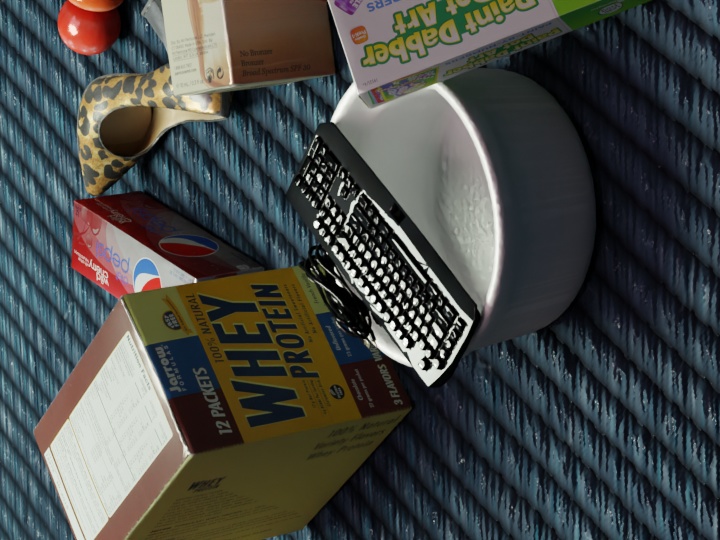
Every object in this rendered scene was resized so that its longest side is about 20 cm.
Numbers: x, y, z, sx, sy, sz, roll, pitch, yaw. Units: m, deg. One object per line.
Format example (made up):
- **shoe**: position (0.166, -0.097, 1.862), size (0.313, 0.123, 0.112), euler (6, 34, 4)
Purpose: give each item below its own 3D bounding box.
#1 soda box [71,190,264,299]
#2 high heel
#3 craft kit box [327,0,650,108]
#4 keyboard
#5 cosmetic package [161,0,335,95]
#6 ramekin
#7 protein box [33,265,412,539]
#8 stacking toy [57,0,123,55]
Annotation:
- **soda box**: position (-0.163, -0.003, 1.836), size (0.200, 0.070, 0.064), euler (30, 122, 48)
- **high heel**: position (-0.171, -0.110, 1.818), size (0.143, 0.071, 0.201), euler (56, 130, 40)
- **craft kit box**: position (0.063, -0.228, 1.382), size (0.049, 0.199, 0.199), euler (31, -141, -77)
- **keyboard**: position (0.000, 0.000, 1.465), size (0.200, 0.039, 0.104), euler (53, 136, 36)
- **cosmetic package**: position (-0.091, -0.236, 1.656), size (0.087, 0.103, 0.201), euler (-4, 96, 53)
- **ramekin**: position (0.066, -0.041, 1.480), size (0.200, 0.097, 0.202), euler (16, 110, 53)
- **protein box**: position (-0.107, 0.111, 1.672), size (0.200, 0.198, 0.135), euler (-51, 57, 47)
- **stacking toy**: position (-0.220, -0.269, 1.855), size (0.085, 0.085, 0.201), euler (50, 139, 36)
